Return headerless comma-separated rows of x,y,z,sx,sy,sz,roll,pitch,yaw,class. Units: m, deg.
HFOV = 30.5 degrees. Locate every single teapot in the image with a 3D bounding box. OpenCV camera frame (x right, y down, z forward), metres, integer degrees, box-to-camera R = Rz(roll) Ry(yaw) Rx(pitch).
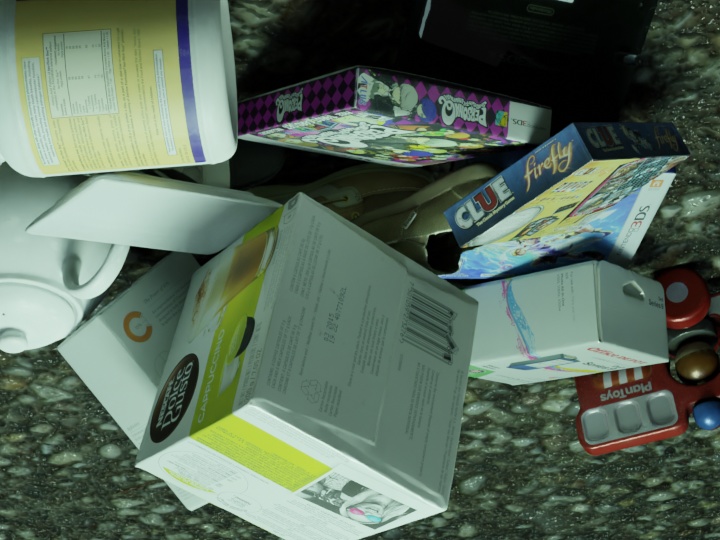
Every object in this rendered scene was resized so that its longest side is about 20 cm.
-0.305,0.003,1.188,0.194,0.148,0.201,1,147,-10,teapot

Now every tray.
-0.163,-0.049,1.077,0.107,0.022,0.199,-28,157,37,tray

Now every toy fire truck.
0.322,0.103,1.420,0.197,0.170,0.112,-15,148,15,toy fire truck

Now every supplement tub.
-0.194,-0.145,0.969,0.197,0.147,0.146,-4,148,-2,supplement tub

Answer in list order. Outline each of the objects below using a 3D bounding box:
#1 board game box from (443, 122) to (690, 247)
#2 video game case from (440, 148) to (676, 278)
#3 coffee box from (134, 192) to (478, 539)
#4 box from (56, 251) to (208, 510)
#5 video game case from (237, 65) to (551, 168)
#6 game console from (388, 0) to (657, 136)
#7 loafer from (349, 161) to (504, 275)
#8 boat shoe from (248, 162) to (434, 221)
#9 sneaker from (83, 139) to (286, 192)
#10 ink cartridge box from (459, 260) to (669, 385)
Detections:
0.174,-0.072,1.086,0.135,0.035,0.199,-34,166,32,board game box
0.178,-0.056,1.262,0.197,0.046,0.182,0,147,-8,video game case
-0.044,0.096,1.130,0.199,0.202,0.197,30,144,-24,coffee box
-0.164,0.101,1.238,0.201,0.124,0.097,52,138,-6,box
0.021,-0.118,1.051,0.179,0.036,0.199,7,175,-32,video game case
0.112,-0.182,1.076,0.197,0.117,0.178,6,116,-19,game console
0.047,-0.024,1.168,0.199,0.068,0.076,-32,147,25,loafer
-0.026,-0.047,1.224,0.197,0.067,0.074,-11,148,10,boat shoe
-0.154,-0.115,1.089,0.197,0.075,0.089,2,149,-13,sneaker
0.193,0.057,1.342,0.198,0.089,0.144,-15,161,38,ink cartridge box
